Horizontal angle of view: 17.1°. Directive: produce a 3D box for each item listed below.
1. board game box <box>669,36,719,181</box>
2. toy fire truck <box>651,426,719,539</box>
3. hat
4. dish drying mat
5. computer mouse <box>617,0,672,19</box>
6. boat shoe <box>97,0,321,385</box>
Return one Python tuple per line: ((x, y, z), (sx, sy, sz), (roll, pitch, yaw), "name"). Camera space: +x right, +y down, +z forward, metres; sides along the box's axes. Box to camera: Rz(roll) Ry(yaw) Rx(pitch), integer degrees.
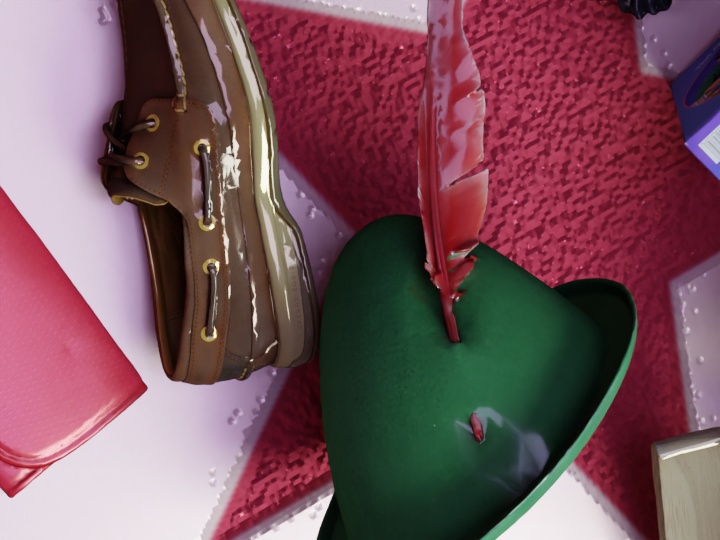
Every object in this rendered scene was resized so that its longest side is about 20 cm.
((0.220, -0.120, 1.014), (0.045, 0.135, 0.200), (44, 104, -7), "board game box")
((0.123, 0.186, 1.057), (0.175, 0.129, 0.201), (-9, 76, -24), "toy fire truck")
((0.000, 0.000, 0.965), (0.176, 0.165, 0.200), (48, 48, -19), "hat")
((-0.173, -0.006, 0.983), (0.077, 0.018, 0.200), (-39, 104, -14), "dish drying mat")
((0.201, -0.191, 1.072), (0.199, 0.053, 0.139), (-11, 134, -23), "computer mouse")
((-0.073, -0.048, 0.988), (0.067, 0.072, 0.201), (-18, 101, -19), "boat shoe")
